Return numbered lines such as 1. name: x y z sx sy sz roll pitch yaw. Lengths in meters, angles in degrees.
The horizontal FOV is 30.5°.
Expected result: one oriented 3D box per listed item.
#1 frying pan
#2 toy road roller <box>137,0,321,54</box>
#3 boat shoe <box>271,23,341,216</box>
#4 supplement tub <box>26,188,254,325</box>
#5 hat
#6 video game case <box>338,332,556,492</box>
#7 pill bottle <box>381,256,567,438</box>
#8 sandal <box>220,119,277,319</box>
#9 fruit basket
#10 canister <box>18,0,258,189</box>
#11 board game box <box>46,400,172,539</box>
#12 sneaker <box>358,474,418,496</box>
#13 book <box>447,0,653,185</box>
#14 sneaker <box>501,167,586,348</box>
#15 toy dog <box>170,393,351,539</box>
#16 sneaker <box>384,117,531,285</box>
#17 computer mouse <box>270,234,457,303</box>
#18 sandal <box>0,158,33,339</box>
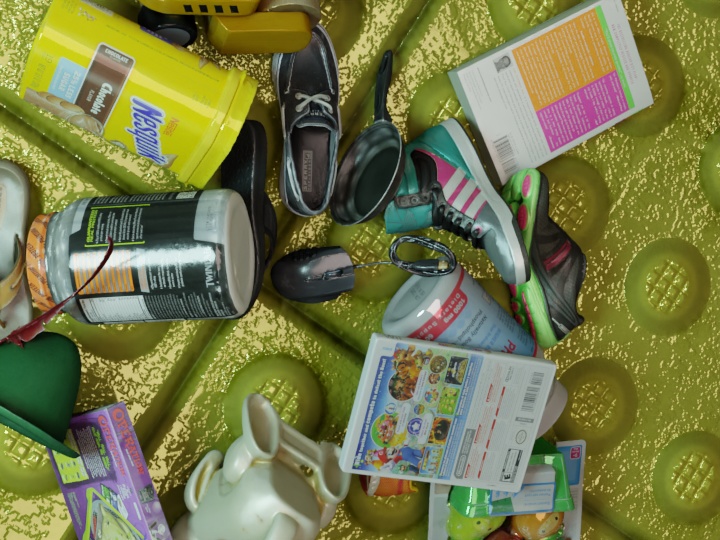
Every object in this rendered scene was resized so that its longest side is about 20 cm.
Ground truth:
1. frying pan: 0.008 -0.126 1.364 0.031 0.115 0.192 27 43 -30
2. toy road roller: -0.126 -0.290 1.249 0.197 0.146 0.125 -3 73 -20
3. boat shoe: -0.052 -0.156 1.338 0.071 0.068 0.203 2 94 -16
4. supplement tub: -0.207 -0.012 1.256 0.197 0.123 0.124 -2 97 8
5. hat: -0.293 0.064 1.244 0.166 0.198 0.178 44 67 -49
6. video game case: 0.088 0.145 1.319 0.197 0.018 0.145 10 106 -19
7. pill bottle: 0.124 0.089 1.392 0.200 0.109 0.109 44 83 -15
8. sandal: -0.109 -0.050 1.334 0.048 0.075 0.203 2 94 -42
9. fruit basket: 0.160 0.286 1.430 0.183 0.094 0.203 0 95 -16
10. canister: -0.213 -0.170 1.247 0.198 0.148 0.087 25 65 -13
11. board game box: -0.241 0.234 1.288 0.032 0.119 0.202 -21 95 -44
12. sneaker: 0.043 0.150 1.375 0.076 0.073 0.202 -3 128 -15
13. book: 0.209 -0.196 1.424 0.198 0.048 0.135 -27 105 -11
14. sneaker: 0.199 -0.019 1.427 0.083 0.077 0.202 -19 113 -20
15. toy dog: -0.116 0.260 1.310 0.139 0.195 0.200 30 121 -30
16. sneaker: 0.085 -0.055 1.353 0.120 0.084 0.201 -23 64 -7
17. computer mouse: 0.000 0.000 1.339 0.197 0.034 0.059 -9 105 17
18. sandal: -0.353 -0.006 1.272 0.079 0.054 0.203 3 95 -16
